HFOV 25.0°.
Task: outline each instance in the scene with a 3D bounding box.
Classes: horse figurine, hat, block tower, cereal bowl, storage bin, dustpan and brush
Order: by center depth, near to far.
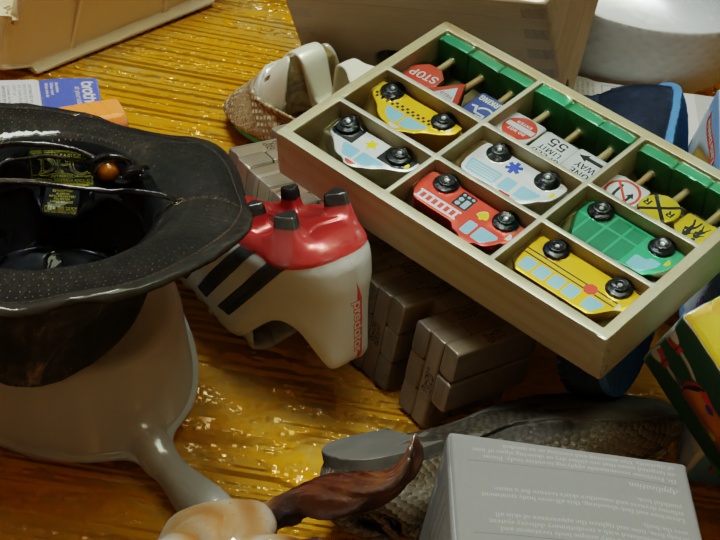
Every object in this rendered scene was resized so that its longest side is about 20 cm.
[{"bbox_3d":[-0.060,0.125,0.614,0.200,0.050,0.132,-31,24,-36],"label":"horse figurine"},{"bbox_3d":[-0.138,-0.003,0.685,0.199,0.081,0.201,7,25,-3],"label":"hat"},{"bbox_3d":[-0.110,0.056,0.724,0.139,0.058,0.200,-24,41,-36],"label":"dustpan and brush"},{"bbox_3d":[0.000,0.000,0.826,0.058,0.054,0.200,-15,43,-35],"label":"block tower"},{"bbox_3d":[-0.222,-0.228,1.045,0.199,0.094,0.198,31,38,24],"label":"storage bin"},{"bbox_3d":[0.168,-0.173,1.098,0.199,0.084,0.201,8,35,-6],"label":"cereal bowl"}]

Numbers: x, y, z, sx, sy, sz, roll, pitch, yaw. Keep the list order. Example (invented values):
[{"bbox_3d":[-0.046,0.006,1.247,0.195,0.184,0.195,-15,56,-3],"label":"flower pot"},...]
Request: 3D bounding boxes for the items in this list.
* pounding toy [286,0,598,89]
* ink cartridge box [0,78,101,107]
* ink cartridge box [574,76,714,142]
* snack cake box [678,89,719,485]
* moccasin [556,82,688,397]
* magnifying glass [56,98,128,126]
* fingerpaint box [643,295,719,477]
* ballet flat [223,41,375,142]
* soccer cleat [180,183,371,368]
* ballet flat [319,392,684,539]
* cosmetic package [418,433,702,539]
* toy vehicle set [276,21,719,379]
[{"bbox_3d":[0.045,-0.191,0.981,0.199,0.142,0.185,8,59,19],"label":"pounding toy"},{"bbox_3d":[-0.229,-0.053,0.834,0.199,0.042,0.120,-5,38,-13],"label":"ink cartridge box"},{"bbox_3d":[0.129,-0.052,0.947,0.175,0.045,0.200,11,35,-1],"label":"ink cartridge box"},{"bbox_3d":[0.224,0.013,0.812,0.114,0.067,0.201,12,55,-4],"label":"snack cake box"},{"bbox_3d":[0.121,-0.015,0.822,0.068,0.081,0.200,4,43,20],"label":"moccasin"},{"bbox_3d":[-0.212,-0.059,0.796,0.199,0.022,0.080,-11,41,-24],"label":"magnifying glass"},{"bbox_3d":[0.254,0.052,0.703,0.199,0.073,0.167,-29,77,-14],"label":"fingerpaint box"},{"bbox_3d":[-0.011,-0.092,0.906,0.070,0.066,0.200,-28,36,-32],"label":"ballet flat"},{"bbox_3d":[-0.064,-0.006,0.808,0.068,0.086,0.200,-23,24,-35],"label":"soccer cleat"},{"bbox_3d":[0.068,0.088,0.737,0.199,0.047,0.067,-8,8,-35],"label":"ballet flat"},{"bbox_3d":[0.076,0.159,0.600,0.106,0.091,0.200,10,37,-4],"label":"cosmetic package"},{"bbox_3d":[0.074,-0.041,0.769,0.200,0.027,0.124,33,54,29],"label":"toy vehicle set"}]
